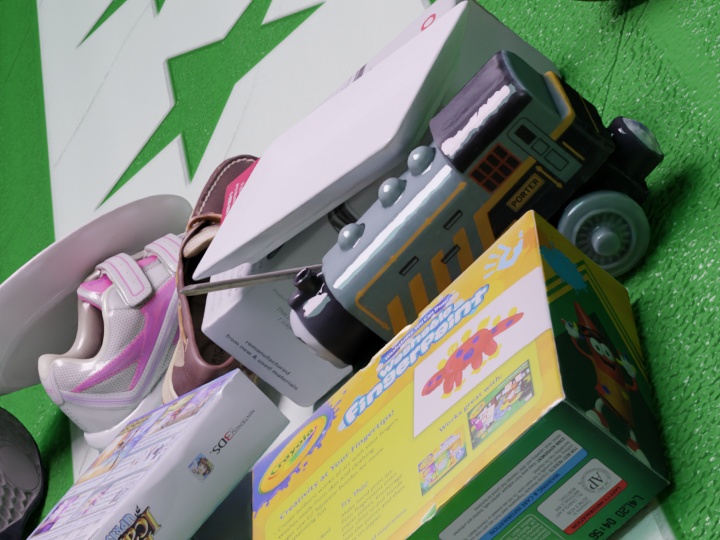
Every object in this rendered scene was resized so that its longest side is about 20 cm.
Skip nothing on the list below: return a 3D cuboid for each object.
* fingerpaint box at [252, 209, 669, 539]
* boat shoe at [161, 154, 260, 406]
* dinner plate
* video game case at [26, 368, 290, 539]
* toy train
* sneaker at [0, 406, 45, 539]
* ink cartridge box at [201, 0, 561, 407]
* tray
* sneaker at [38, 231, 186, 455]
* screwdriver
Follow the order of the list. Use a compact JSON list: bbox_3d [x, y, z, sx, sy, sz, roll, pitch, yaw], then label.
[{"bbox_3d":[0.041,0.095,1.363,0.200,0.073,0.167,-44,23,20],"label":"fingerpaint box"},{"bbox_3d":[-0.075,-0.001,1.729,0.072,0.072,0.200,100,-178,-49],"label":"boat shoe"},{"bbox_3d":[-0.183,0.025,1.885,0.200,0.024,0.200,-36,-15,-11],"label":"dinner plate"},{"bbox_3d":[-0.139,0.147,1.612,0.181,0.045,0.200,-50,9,-22],"label":"video game case"},{"bbox_3d":[0.055,-0.014,1.452,0.200,0.114,0.085,-46,21,16],"label":"toy train"},{"bbox_3d":[-0.277,0.182,1.879,0.146,0.077,0.203,-38,26,26],"label":"sneaker"},{"bbox_3d":[0.012,-0.042,1.631,0.200,0.083,0.145,-41,24,28],"label":"ink cartridge box"},{"bbox_3d":[-0.012,-0.061,1.537,0.200,0.022,0.108,-33,24,50],"label":"tray"},{"bbox_3d":[-0.123,0.019,1.807,0.200,0.088,0.081,-57,21,-12],"label":"sneaker"},{"bbox_3d":[0.000,0.000,1.495,0.199,0.029,0.028,-14,-16,-29],"label":"screwdriver"}]
